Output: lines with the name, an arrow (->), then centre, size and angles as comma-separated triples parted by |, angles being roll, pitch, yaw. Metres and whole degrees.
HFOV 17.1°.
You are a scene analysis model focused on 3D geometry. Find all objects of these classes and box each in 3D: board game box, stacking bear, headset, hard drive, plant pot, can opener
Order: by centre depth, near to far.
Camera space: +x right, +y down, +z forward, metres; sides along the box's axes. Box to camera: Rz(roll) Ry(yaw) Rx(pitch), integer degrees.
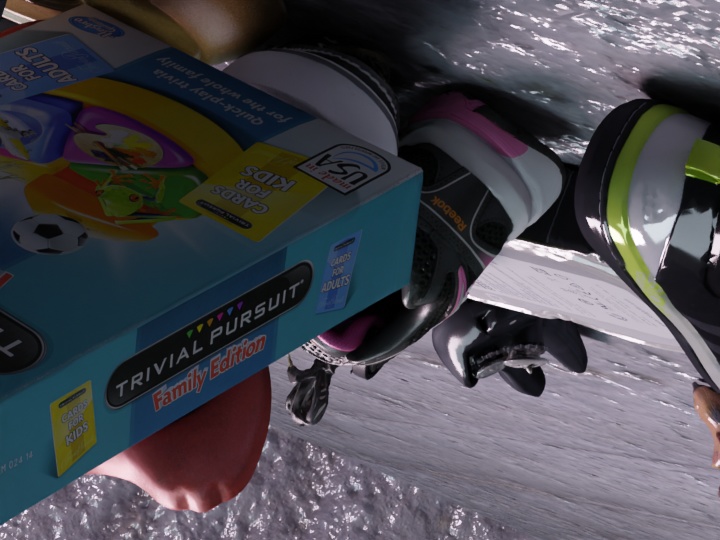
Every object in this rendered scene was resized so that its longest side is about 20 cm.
board game box -> -0.101, -0.008, 0.728 | 0.151, 0.047, 0.200 | 27, -143, 29
plant pot -> -0.123, -0.118, 0.863 | 0.200, 0.028, 0.200 | 21, 171, 3
stacking bear -> -0.106, -0.012, 0.935 | 0.121, 0.114, 0.200 | 7, 142, 17
hard drive -> 0.071, -0.012, 1.013 | 0.200, 0.038, 0.140 | 16, 170, 40
can opener -> 0.084, 0.031, 1.240 | 0.063, 0.079, 0.200 | -22, 160, 16
headset -> -0.030, 0.026, 1.320 | 0.123, 0.094, 0.200 | 23, -177, -14

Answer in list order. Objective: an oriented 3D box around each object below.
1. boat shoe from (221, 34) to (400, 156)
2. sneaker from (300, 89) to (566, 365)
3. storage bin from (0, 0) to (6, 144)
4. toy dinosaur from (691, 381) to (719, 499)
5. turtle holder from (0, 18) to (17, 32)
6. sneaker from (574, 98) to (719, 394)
boat shoe -> -0.019, -0.059, 0.870 | 0.069, 0.057, 0.200 | 42, 169, -8
sneaker -> 0.000, 0.000, 0.930 | 0.080, 0.086, 0.200 | 41, 154, 3
storage bin -> -0.176, -0.116, 0.626 | 0.200, 0.134, 0.146 | 27, 171, -28
toy dinosaur -> 0.272, 0.133, 1.297 | 0.200, 0.086, 0.136 | 10, 160, 30
turtle holder -> -0.194, -0.037, 1.040 | 0.141, 0.186, 0.132 | 22, 159, 15
sneaker -> 0.148, 0.007, 0.808 | 0.083, 0.072, 0.200 | 13, 168, 42
